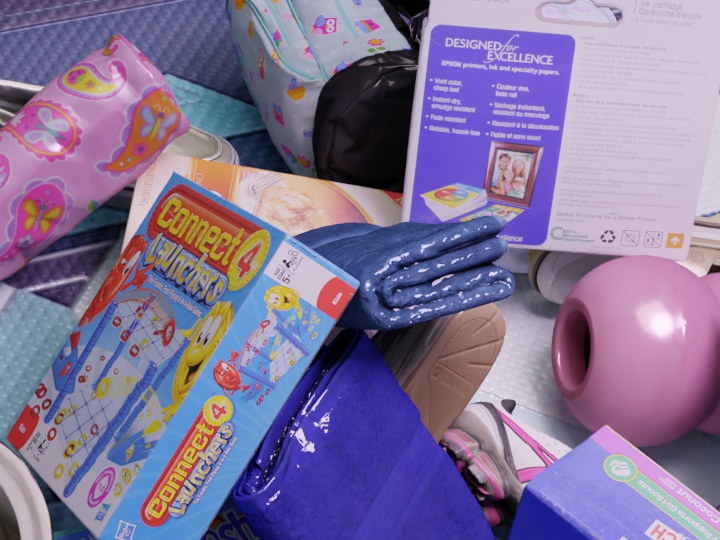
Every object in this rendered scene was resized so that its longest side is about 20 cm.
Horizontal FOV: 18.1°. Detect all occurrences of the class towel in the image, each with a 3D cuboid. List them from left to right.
[{"bbox_3d":[0.000,0.000,1.358,0.111,0.049,0.200,-16,10,-27],"label":"towel"},{"bbox_3d":[0.006,0.152,1.323,0.049,0.201,0.148,-10,33,40],"label":"towel"}]

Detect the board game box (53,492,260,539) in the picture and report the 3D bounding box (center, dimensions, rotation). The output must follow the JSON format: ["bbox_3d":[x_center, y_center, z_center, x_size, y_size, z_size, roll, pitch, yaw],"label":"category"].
[{"bbox_3d":[-0.097,0.224,1.311,0.151,0.045,0.200,-16,51,-24],"label":"board game box"}]

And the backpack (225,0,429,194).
[{"bbox_3d":[-0.014,-0.139,1.601,0.126,0.168,0.201,-13,45,-16],"label":"backpack"}]

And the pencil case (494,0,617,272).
[{"bbox_3d":[0.118,-0.095,1.553,0.082,0.201,0.091,8,37,-5],"label":"pencil case"}]

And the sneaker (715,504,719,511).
[{"bbox_3d":[0.250,0.196,1.405,0.200,0.075,0.100,-31,101,-50],"label":"sneaker"}]

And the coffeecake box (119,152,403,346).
[{"bbox_3d":[-0.061,0.011,1.501,0.198,0.073,0.154,10,45,-4],"label":"coffeecake box"}]

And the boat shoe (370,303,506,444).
[{"bbox_3d":[0.010,0.092,1.401,0.072,0.201,0.065,35,2,-40],"label":"boat shoe"}]

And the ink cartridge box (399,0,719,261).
[{"bbox_3d":[0.131,-0.106,1.458,0.196,0.201,0.044,5,31,-4],"label":"ink cartridge box"}]

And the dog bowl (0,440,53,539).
[{"bbox_3d":[-0.263,0.183,1.268,0.198,0.074,0.201,-3,53,4],"label":"dog bowl"}]

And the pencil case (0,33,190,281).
[{"bbox_3d":[-0.207,-0.065,1.485,0.200,0.088,0.087,-41,61,-3],"label":"pencil case"}]

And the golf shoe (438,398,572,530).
[{"bbox_3d":[0.128,0.149,1.411,0.092,0.073,0.200,-29,58,-34],"label":"golf shoe"}]

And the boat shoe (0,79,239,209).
[{"bbox_3d":[-0.181,-0.089,1.577,0.198,0.062,0.072,5,46,-9],"label":"boat shoe"}]

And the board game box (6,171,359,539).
[{"bbox_3d":[-0.109,0.055,1.320,0.056,0.197,0.200,33,-3,-27],"label":"board game box"}]

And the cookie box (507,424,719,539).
[{"bbox_3d":[0.157,0.214,1.266,0.171,0.201,0.075,38,51,23],"label":"cookie box"}]

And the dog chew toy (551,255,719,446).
[{"bbox_3d":[0.229,0.055,1.495,0.198,0.125,0.125,3,46,-21],"label":"dog chew toy"}]

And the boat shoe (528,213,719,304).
[{"bbox_3d":[0.217,0.003,1.566,0.198,0.075,0.069,-5,43,-18],"label":"boat shoe"}]
